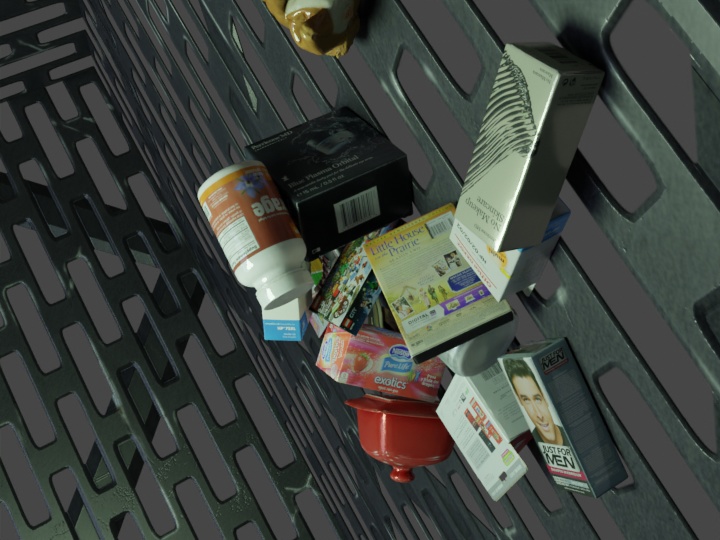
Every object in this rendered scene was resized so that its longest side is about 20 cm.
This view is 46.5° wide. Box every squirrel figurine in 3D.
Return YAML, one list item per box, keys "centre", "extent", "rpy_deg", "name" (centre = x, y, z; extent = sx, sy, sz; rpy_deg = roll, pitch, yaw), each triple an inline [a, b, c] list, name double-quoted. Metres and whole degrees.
- centre: [-0.096, -0.384, 1.173]
  extent: [0.186, 0.142, 0.200]
  rpy_deg: [26, 180, 13]
  name: "squirrel figurine"

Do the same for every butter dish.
- centre: [0.081, 0.303, 1.499]
  extent: [0.200, 0.198, 0.149]
  rpy_deg: [172, 105, -70]
  name: "butter dish"

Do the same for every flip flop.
- centre: [0.044, 0.092, 1.607]
  extent: [0.081, 0.057, 0.202]
  rpy_deg: [161, 99, -76]
  name: "flip flop"

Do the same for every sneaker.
- centre: [-0.066, 0.016, 1.635]
  extent: [0.201, 0.115, 0.076]
  rpy_deg: [62, -176, -33]
  name: "sneaker"

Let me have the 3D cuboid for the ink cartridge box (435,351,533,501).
- centre: [0.210, 0.239, 1.287]
  extent: [0.176, 0.083, 0.200]
  rpy_deg: [57, 161, 21]
  name: "ink cartridge box"

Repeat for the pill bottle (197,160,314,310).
- centre: [-0.148, -0.050, 1.224]
  extent: [0.201, 0.112, 0.112]
  rpy_deg: [62, 161, 9]
  name: "pill bottle"

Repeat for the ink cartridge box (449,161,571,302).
- centre: [0.176, -0.044, 1.040]
  extent: [0.115, 0.067, 0.201]
  rpy_deg: [56, 160, 25]
  name: "ink cartridge box"

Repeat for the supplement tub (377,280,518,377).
- centre: [0.120, 0.047, 1.205]
  extent: [0.200, 0.122, 0.123]
  rpy_deg: [44, 154, 36]
  name: "supplement tub"

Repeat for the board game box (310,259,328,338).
- centre: [-0.101, 0.063, 1.972]
  extent: [0.154, 0.040, 0.200]
  rpy_deg: [61, 161, 10]
  name: "board game box"

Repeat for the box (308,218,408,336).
- centre: [0.000, 0.000, 1.395]
  extent: [0.038, 0.201, 0.136]
  rpy_deg: [32, 175, -26]
  name: "box"

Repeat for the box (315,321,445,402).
- centre: [0.038, 0.153, 1.449]
  extent: [0.102, 0.199, 0.095]
  rpy_deg: [22, 95, 64]
  name: "box"

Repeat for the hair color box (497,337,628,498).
- centre: [0.266, 0.193, 1.115]
  extent: [0.201, 0.060, 0.099]
  rpy_deg: [65, 162, -1]
  name: "hair color box"

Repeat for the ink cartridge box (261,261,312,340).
- centre: [-0.125, 0.003, 1.410]
  extent: [0.116, 0.067, 0.202]
  rpy_deg: [-73, -17, -65]
  name: "ink cartridge box"

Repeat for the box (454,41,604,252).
- centre: [0.168, -0.124, 0.857]
  extent: [0.082, 0.068, 0.201]
  rpy_deg: [44, 132, 40]
  name: "box"

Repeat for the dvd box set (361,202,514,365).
- centre: [0.101, 0.014, 1.137]
  extent: [0.029, 0.145, 0.201]
  rpy_deg: [63, -179, -54]
  name: "dvd box set"

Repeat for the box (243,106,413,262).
- centre: [-0.053, -0.142, 1.329]
  extent: [0.200, 0.196, 0.118]
  rpy_deg: [45, 153, 44]
  name: "box"
